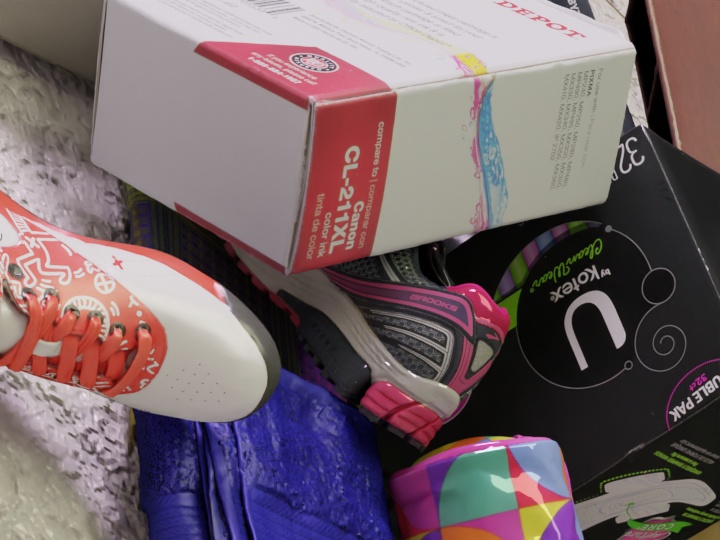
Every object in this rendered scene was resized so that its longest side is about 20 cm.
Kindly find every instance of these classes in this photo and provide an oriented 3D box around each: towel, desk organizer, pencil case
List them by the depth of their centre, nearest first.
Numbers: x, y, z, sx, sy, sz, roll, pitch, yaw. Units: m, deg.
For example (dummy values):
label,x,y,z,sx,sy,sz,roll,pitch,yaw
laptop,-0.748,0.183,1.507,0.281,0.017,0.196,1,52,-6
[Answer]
label,x,y,z,sx,sy,sz,roll,pitch,yaw
towel,-0.025,0.131,1.073,0.148,0.049,0.201,26,45,-44
pencil case,0.072,0.171,1.145,0.088,0.088,0.201,-4,78,-63
towel,-0.057,0.042,1.197,0.144,0.023,0.200,38,29,-34
desk organizer,0.183,-0.070,1.483,0.077,0.072,0.201,6,65,-34

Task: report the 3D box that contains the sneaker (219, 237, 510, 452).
label,x,y,z,sx,sy,sz,roll,pitch,yaw
sneaker,0.000,0.000,1.199,0.081,0.075,0.200,36,9,-46

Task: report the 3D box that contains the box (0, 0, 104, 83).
label,x,y,z,sx,sy,sz,roll,pitch,yaw
box,-0.102,-0.130,1.244,0.200,0.082,0.069,27,36,-50

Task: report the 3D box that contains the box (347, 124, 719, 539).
label,x,y,z,sx,sy,sz,roll,pitch,yaw
box,0.110,0.055,1.271,0.124,0.200,0.149,25,38,-51

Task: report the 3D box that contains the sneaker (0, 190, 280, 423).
label,x,y,z,sx,sy,sz,roll,pitch,yaw
sneaker,-0.130,0.021,0.992,0.201,0.067,0.108,32,29,-7

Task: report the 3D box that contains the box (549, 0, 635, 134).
label,x,y,z,sx,sy,sz,roll,pitch,yaw
box,0.145,-0.074,1.598,0.159,0.046,0.201,53,18,-77

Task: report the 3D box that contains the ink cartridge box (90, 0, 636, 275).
label,x,y,z,sx,sy,sz,roll,pitch,yaw
ink cartridge box,0.003,-0.075,1.183,0.200,0.083,0.146,-12,30,-41

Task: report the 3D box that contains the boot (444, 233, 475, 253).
label,x,y,z,sx,sy,sz,roll,pitch,yaw
boot,0.064,-0.034,1.471,0.198,0.073,0.163,20,36,-55

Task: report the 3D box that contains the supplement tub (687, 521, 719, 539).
label,x,y,z,sx,sy,sz,roll,pitch,yaw
supplement tub,0.206,0.090,1.366,0.145,0.201,0.145,23,7,-3
